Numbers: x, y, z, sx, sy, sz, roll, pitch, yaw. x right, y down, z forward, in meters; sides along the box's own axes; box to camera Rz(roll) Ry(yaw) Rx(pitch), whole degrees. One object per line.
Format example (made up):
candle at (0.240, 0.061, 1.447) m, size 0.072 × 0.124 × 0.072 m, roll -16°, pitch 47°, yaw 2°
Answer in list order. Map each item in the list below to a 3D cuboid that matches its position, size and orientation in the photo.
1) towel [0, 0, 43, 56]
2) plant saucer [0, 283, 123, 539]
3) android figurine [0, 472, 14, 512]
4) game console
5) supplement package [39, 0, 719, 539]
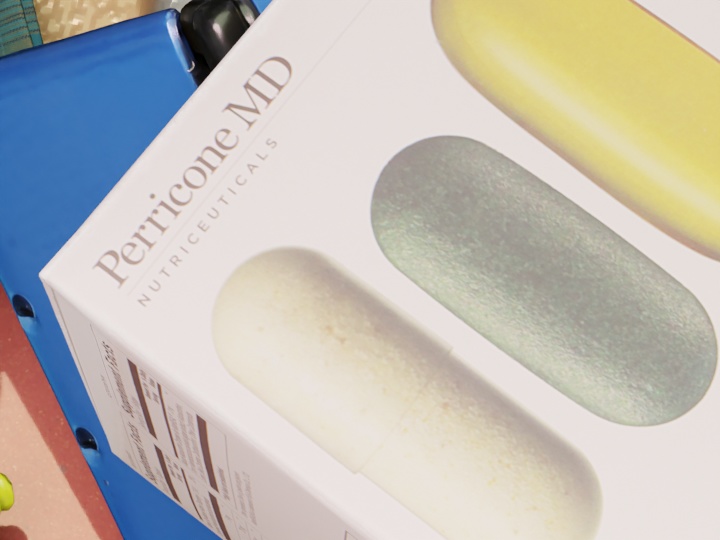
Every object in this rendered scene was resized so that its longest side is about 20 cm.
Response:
towel at (-0.192, -0.039, 0.884) m, size 0.199 × 0.022 × 0.147 m, roll -17°, pitch 52°, yaw -1°
plant saucer at (-0.156, 0.068, 0.881) m, size 0.199 × 0.037 × 0.201 m, roll -27°, pitch 77°, yaw -10°
android figurine at (-0.183, 0.101, 0.792) m, size 0.182 × 0.041 × 0.200 m, roll 40°, pitch 49°, yaw 14°
game console at (0.000, 0.000, 0.807) m, size 0.170 × 0.118 × 0.201 m, roll -30°, pitch 108°, yaw -19°
supplement package at (0.056, 0.026, 0.641) m, size 0.200 × 0.151 × 0.152 m, roll 37°, pitch 77°, yaw 11°
